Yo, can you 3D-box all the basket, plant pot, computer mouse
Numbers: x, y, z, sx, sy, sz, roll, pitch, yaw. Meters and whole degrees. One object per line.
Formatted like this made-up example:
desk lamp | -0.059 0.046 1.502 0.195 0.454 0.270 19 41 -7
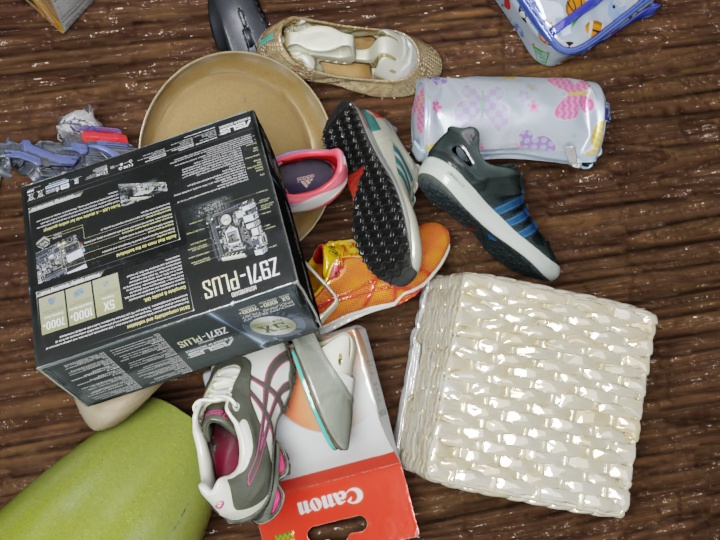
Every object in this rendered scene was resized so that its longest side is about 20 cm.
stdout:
basket | 0.146 0.111 0.808 0.197 0.161 0.201 12 82 -4
plant pot | -0.209 0.220 0.751 0.186 0.187 0.201 37 64 -1
computer mouse | -0.106 -0.209 0.879 0.058 0.034 0.202 -22 87 -10
plant pot | -0.118 -0.108 0.835 0.198 0.027 0.203 -3 98 -25

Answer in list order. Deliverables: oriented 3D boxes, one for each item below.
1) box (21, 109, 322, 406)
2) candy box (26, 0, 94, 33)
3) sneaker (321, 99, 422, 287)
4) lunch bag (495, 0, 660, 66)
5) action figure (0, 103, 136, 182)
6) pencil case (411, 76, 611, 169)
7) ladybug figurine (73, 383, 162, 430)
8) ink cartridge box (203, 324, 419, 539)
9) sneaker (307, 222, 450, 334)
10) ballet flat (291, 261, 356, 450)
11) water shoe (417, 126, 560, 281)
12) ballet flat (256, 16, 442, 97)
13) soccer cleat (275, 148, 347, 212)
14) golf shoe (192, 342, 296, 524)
box | -0.148 -0.010 0.672 0.198 0.086 0.165 -19 61 0
candy box | -0.310 -0.305 0.777 0.115 0.200 0.055 42 80 -5
sneaker | 0.034 -0.075 0.825 0.093 0.070 0.202 6 52 -40
lunch bag | 0.243 -0.322 0.919 0.199 0.076 0.161 -36 90 -9
action figure | -0.271 -0.061 0.799 0.198 0.104 0.196 9 72 -43
pencil case | 0.149 -0.150 0.879 0.197 0.083 0.092 1 87 -7
ladybug figurine | -0.183 0.051 0.764 0.072 0.135 0.200 45 52 -9
ink cartridge box | -0.049 0.169 0.803 0.160 0.050 0.203 -17 81 13
sneaker | 0.000 0.000 0.835 0.198 0.073 0.078 -27 125 -12
ballet flat | -0.039 0.055 0.752 0.063 0.067 0.201 -28 71 1
water shoe | 0.143 -0.063 0.840 0.199 0.071 0.079 38 80 -32
ballet flat | -0.003 -0.215 0.863 0.197 0.065 0.072 -1 86 -16
soccer cleat | -0.105 -0.069 0.773 0.198 0.077 0.067 -15 79 -15
golf shoe | -0.102 0.111 0.739 0.076 0.088 0.202 -15 60 15
